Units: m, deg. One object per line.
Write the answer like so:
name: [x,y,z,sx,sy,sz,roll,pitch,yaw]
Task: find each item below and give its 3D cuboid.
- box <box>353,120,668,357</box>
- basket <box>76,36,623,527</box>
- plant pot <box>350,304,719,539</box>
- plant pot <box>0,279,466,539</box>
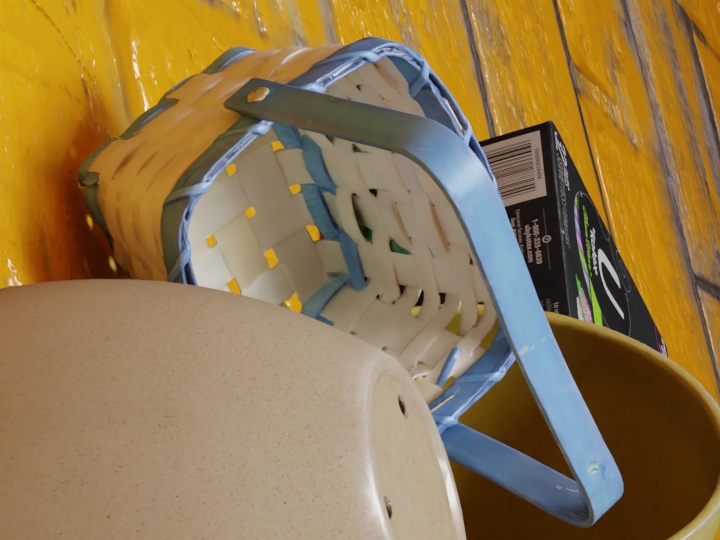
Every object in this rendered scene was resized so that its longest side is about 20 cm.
box: [0.076,0.054,1.292,0.200,0.124,0.149,58,22,-45]
basket: [0.000,0.000,0.947,0.200,0.139,0.176,28,-31,49]
plant pot: [0.046,0.124,1.057,0.200,0.200,0.142,-78,171,-59]
plant pot: [-0.042,0.089,0.839,0.200,0.134,0.201,-15,90,-74]
